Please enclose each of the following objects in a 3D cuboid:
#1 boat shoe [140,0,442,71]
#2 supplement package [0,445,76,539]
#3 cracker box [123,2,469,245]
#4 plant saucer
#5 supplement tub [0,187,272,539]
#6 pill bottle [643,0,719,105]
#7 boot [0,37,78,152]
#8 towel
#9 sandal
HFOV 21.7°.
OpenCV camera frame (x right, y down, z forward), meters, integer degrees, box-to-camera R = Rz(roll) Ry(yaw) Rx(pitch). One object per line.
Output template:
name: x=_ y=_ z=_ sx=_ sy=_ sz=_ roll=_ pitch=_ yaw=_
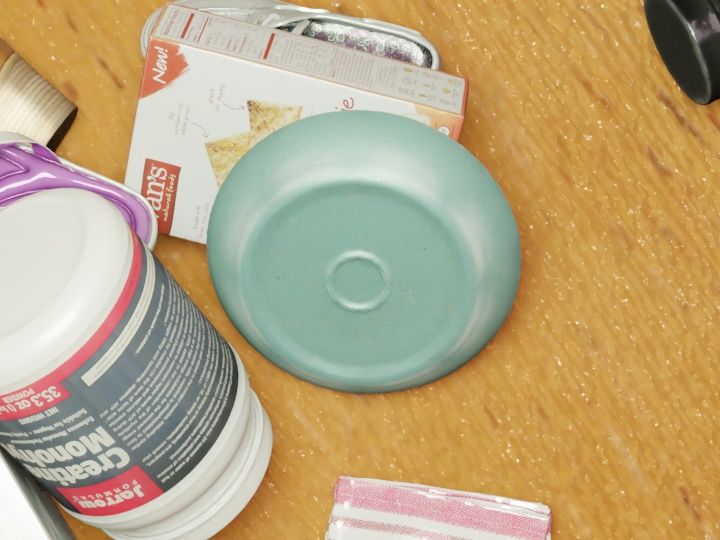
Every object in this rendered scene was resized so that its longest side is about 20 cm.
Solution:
boat shoe: x=-0.044 y=-0.140 z=1.212 sx=0.198 sy=0.069 sz=0.073 roll=14 pitch=83 yaw=-1
supplement package: x=-0.287 y=0.176 z=1.142 sx=0.199 sy=0.120 sz=0.122 roll=-31 pitch=88 yaw=-5
cracker box: x=-0.043 y=-0.074 z=1.179 sx=0.198 sy=0.058 sz=0.135 roll=14 pitch=122 yaw=0
plant saucer: x=0.000 y=0.000 z=1.161 sx=0.198 sy=0.036 sz=0.202 roll=3 pitch=120 yaw=5
supplement tub: x=-0.152 y=0.063 z=1.108 sx=0.140 sy=0.140 sz=0.200 roll=-41 pitch=129 yaw=-6
pill bottle: x=0.288 y=-0.189 z=1.211 sx=0.199 sy=0.112 sz=0.113 roll=-28 pitch=86 yaw=-5
boot: x=-0.294 y=-0.072 z=1.195 sx=0.154 sy=0.074 sz=0.201 roll=33 pitch=72 yaw=1
towel: x=0.041 y=0.239 z=1.196 sx=0.145 sy=0.030 sz=0.202 roll=8 pitch=84 yaw=-1
sandal: x=-0.219 y=-0.051 z=1.139 sx=0.201 sy=0.050 sz=0.083 roll=11 pitch=73 yaw=-11
